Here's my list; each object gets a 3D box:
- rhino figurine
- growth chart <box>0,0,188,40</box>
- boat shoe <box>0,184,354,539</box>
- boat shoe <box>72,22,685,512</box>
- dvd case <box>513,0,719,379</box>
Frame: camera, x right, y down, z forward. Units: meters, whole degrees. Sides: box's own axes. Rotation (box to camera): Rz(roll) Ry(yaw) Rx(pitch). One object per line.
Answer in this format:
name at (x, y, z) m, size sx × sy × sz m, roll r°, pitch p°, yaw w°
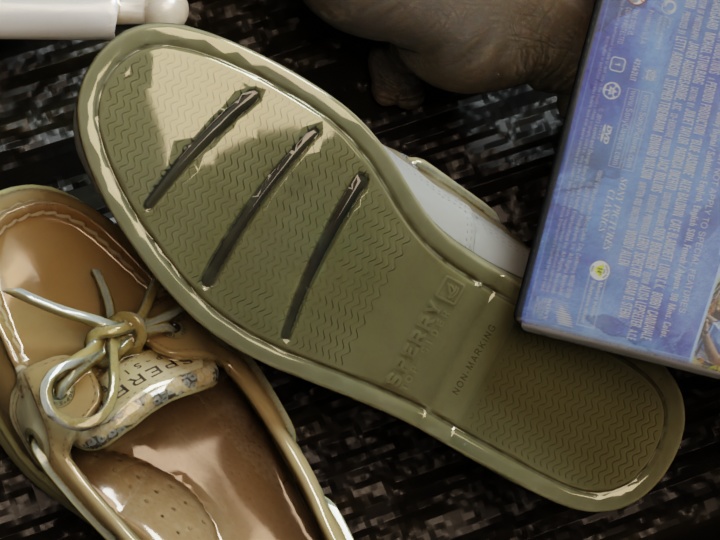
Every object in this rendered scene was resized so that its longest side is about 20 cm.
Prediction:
rhino figurine at (0.031, -0.081, 0.896) m, size 0.200 × 0.087 × 0.060 m, roll 31°, pitch 71°, yaw -5°
growth chart at (-0.121, -0.155, 0.865) m, size 0.144 × 0.018 × 0.200 m, roll -8°, pitch 75°, yaw -4°
boat shoe at (-0.047, 0.055, 0.851) m, size 0.073 × 0.063 × 0.200 m, roll -37°, pitch 85°, yaw -19°
boat shoe at (0.000, 0.000, 0.865) m, size 0.200 × 0.068 × 0.075 m, roll 37°, pitch 92°, yaw -12°
dvd case at (0.155, -0.030, 0.817) m, size 0.200 × 0.018 × 0.143 m, roll 14°, pitch 84°, yaw 11°
